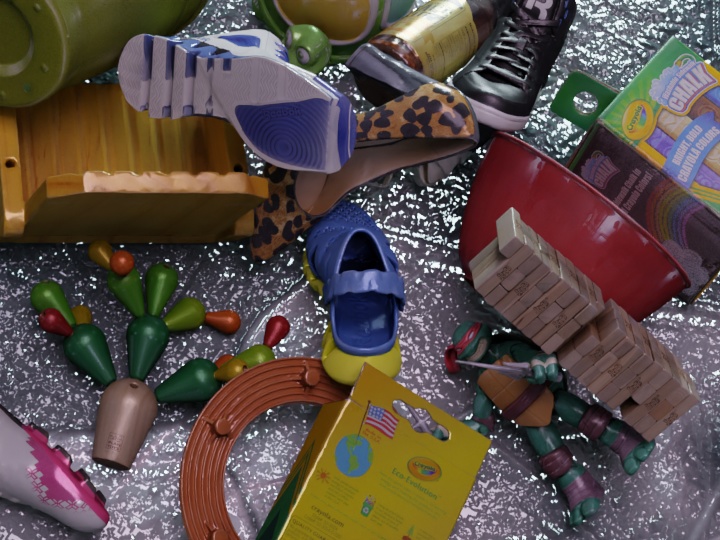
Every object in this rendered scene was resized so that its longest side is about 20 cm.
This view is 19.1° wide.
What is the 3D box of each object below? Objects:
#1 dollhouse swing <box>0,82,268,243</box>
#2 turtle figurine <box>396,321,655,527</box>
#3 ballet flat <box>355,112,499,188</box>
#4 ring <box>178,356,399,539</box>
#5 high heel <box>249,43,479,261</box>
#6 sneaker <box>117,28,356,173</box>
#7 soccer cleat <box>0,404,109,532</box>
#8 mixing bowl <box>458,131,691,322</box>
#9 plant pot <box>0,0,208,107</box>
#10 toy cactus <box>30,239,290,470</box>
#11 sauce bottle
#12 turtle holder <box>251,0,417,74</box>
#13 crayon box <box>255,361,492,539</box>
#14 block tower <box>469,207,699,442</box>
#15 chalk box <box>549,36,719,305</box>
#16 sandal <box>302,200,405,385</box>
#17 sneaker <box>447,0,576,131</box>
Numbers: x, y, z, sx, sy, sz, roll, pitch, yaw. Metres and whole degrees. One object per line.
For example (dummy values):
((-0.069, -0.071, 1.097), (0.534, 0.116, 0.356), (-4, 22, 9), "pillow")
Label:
((-0.179, -0.103, 1.659), (0.199, 0.176, 0.182), (0, 65, -19), "dollhouse swing")
((0.126, 0.101, 1.673), (0.200, 0.150, 0.101), (39, 46, -1), "turtle figurine")
((0.032, -0.103, 1.783), (0.199, 0.073, 0.073), (-2, 66, -19), "ballet flat")
((-0.041, 0.165, 1.628), (0.200, 0.019, 0.201), (5, 79, -23), "ring")
((0.000, -0.070, 1.671), (0.142, 0.071, 0.200), (34, 92, 38), "high heel")
((-0.076, -0.146, 1.651), (0.199, 0.081, 0.115), (21, 26, 27), "sneaker")
((-0.277, 0.141, 1.608), (0.200, 0.070, 0.086), (43, 81, 12), "soccer cleat")
((0.152, -0.008, 1.706), (0.200, 0.200, 0.108), (38, 88, 7), "mixing bowl")
((-0.242, -0.225, 1.670), (0.200, 0.201, 0.193), (31, 40, 4), "plant pot")
((-0.164, 0.071, 1.651), (0.199, 0.102, 0.166), (19, 73, -12), "toy cactus")
((0.069, -0.198, 1.804), (0.066, 0.066, 0.200), (41, 41, 9), "sauce bottle")
((-0.027, -0.247, 1.795), (0.185, 0.132, 0.141), (-37, 78, -24), "turtle holder")
((0.002, 0.186, 1.605), (0.127, 0.051, 0.200), (33, 70, -16), "crayon box")
((0.165, 0.042, 1.612), (0.200, 0.058, 0.054), (42, 18, -19), "block tower")
((0.251, -0.096, 1.782), (0.200, 0.125, 0.124), (41, 59, 7), "chalk box")
((0.000, 0.000, 1.684), (0.079, 0.087, 0.200), (-2, 36, -11), "sandal")
((0.126, -0.186, 1.752), (0.073, 0.112, 0.200), (23, 18, 5), "sneaker")
